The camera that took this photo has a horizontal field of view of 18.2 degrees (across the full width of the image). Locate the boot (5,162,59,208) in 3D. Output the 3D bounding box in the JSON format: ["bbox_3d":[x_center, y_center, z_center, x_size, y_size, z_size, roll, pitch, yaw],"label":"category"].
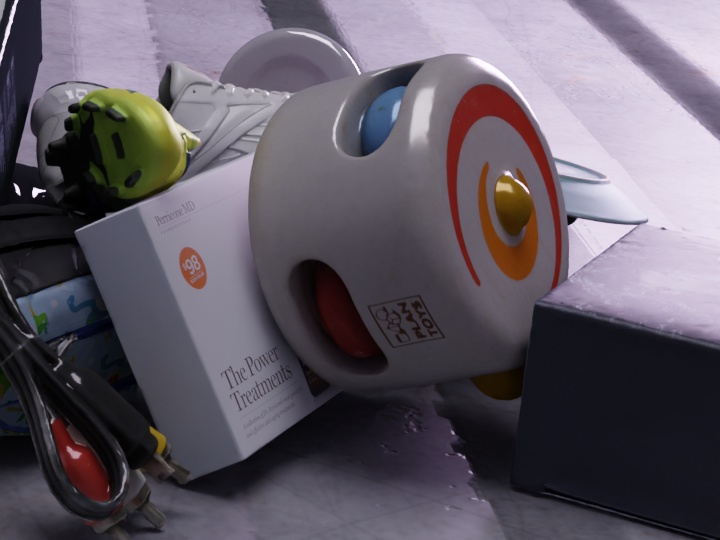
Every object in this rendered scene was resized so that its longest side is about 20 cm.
[{"bbox_3d":[-0.171,-0.042,1.581,0.198,0.066,0.165,7,10,-8],"label":"boot"}]

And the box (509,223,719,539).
[{"bbox_3d":[0.216,0.067,1.302,0.195,0.118,0.200,13,20,22],"label":"box"}]

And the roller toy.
[{"bbox_3d":[0.036,-0.025,1.292,0.139,0.202,0.182,-11,-10,31],"label":"roller toy"}]

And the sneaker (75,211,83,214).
[{"bbox_3d":[-0.191,0.008,1.428,0.080,0.077,0.200,22,23,17],"label":"sneaker"}]

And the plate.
[{"bbox_3d":[0.103,-0.068,1.541,0.199,0.026,0.200,13,8,-2],"label":"plate"}]

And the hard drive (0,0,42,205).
[{"bbox_3d":[-0.237,-0.115,1.443,0.033,0.140,0.201,7,52,0],"label":"hard drive"}]

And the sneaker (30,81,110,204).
[{"bbox_3d":[-0.125,-0.066,1.518,0.198,0.076,0.092,3,49,-9],"label":"sneaker"}]

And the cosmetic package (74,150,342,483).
[{"bbox_3d":[-0.070,0.017,1.296,0.051,0.152,0.200,-22,4,27],"label":"cosmetic package"}]

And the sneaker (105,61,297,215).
[{"bbox_3d":[-0.085,-0.095,1.454,0.199,0.100,0.078,-24,10,-21],"label":"sneaker"}]

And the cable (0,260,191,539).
[{"bbox_3d":[-0.169,0.060,1.138,0.200,0.050,0.097,44,34,-4],"label":"cable"}]

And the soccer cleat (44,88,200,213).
[{"bbox_3d":[-0.128,-0.074,1.299,0.083,0.065,0.200,-16,0,-19],"label":"soccer cleat"}]

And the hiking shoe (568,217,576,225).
[{"bbox_3d":[0.126,-0.058,1.730,0.086,0.075,0.200,8,18,8],"label":"hiking shoe"}]

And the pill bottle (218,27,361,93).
[{"bbox_3d":[-0.039,-0.105,1.680,0.111,0.113,0.200,9,-7,8],"label":"pill bottle"}]

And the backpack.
[{"bbox_3d":[-0.202,0.026,1.275,0.162,0.155,0.200,9,29,35],"label":"backpack"}]
